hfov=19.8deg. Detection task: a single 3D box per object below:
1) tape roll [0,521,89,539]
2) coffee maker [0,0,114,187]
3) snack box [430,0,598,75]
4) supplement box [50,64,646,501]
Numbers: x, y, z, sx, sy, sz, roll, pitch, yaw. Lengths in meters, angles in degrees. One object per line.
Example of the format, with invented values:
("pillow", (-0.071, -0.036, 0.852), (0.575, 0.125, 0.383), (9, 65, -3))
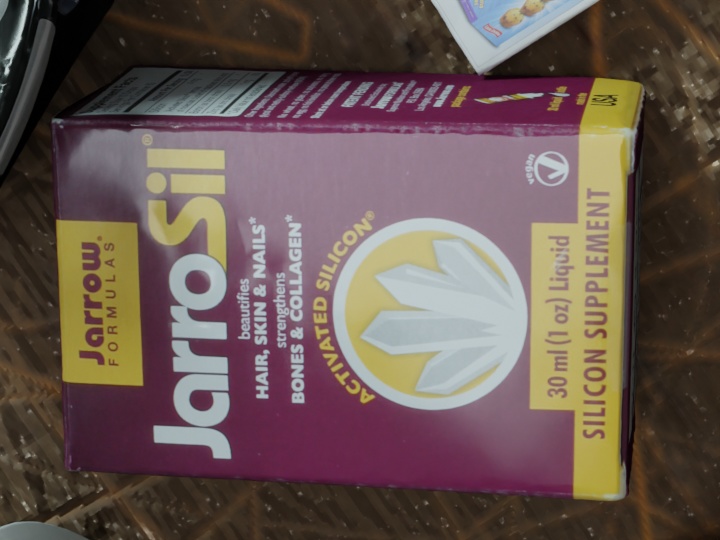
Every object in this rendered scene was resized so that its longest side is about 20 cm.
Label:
("tape roll", (-0.131, 0.212, 0.754), (0.139, 0.203, 0.203), (-34, 96, 15))
("coffee maker", (-0.147, -0.114, 0.711), (0.134, 0.192, 0.201), (33, 89, -7))
("snack box", (0.019, -0.173, 0.729), (0.072, 0.024, 0.201), (-31, 97, 12))
("supplement box", (0.000, 0.000, 0.733), (0.198, 0.103, 0.132), (1, 105, 10))
